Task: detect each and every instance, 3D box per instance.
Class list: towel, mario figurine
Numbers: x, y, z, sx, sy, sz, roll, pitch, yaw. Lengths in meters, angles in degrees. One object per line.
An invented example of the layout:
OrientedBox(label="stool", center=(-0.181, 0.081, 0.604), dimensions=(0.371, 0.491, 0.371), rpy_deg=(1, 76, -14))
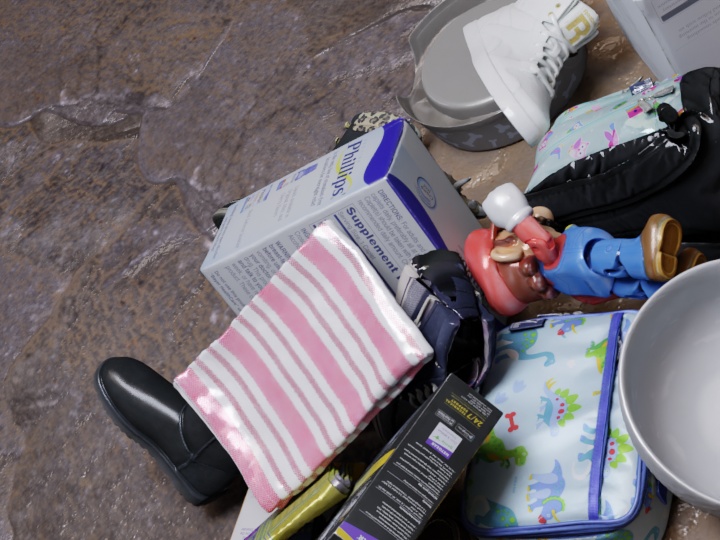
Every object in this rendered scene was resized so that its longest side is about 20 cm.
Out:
OrientedBox(label="towel", center=(-0.049, 0.077, 1.246), dimensions=(0.200, 0.030, 0.146), rpy_deg=(-47, 67, 18))
OrientedBox(label="mario figurine", center=(0.173, -0.024, 1.240), dimensions=(0.200, 0.123, 0.106), rpy_deg=(2, 26, 38))
OrientedBox(label="towel", center=(-0.082, 0.225, 1.250), dimensions=(0.200, 0.023, 0.144), rpy_deg=(-42, 0, -1))

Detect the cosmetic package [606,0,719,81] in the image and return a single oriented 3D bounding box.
OrientedBox(label="cosmetic package", center=(0.285, -0.247, 1.352), dimensions=(0.123, 0.200, 0.199), rpy_deg=(-32, 43, 7))

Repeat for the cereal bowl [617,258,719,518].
OrientedBox(label="cereal bowl", center=(0.287, 0.094, 1.130), dimensions=(0.200, 0.083, 0.200), rpy_deg=(-3, 65, 7))

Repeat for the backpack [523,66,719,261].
OrientedBox(label="backpack", center=(0.239, -0.079, 1.298), dimensions=(0.200, 0.167, 0.127), rpy_deg=(-17, 31, 35))

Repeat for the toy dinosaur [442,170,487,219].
OrientedBox(label="toy dinosaur", center=(0.032, -0.036, 1.439), dimensions=(0.200, 0.102, 0.077), rpy_deg=(-20, 46, 21))

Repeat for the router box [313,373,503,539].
OrientedBox(label="router box", center=(0.019, 0.181, 1.194), dimensions=(0.157, 0.052, 0.200), rpy_deg=(-51, -3, -27))

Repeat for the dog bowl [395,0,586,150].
OrientedBox(label="dog bowl", center=(0.132, -0.204, 1.536), dimensions=(0.200, 0.059, 0.200), rpy_deg=(-20, 46, 22))

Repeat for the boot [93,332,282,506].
OrientedBox(label="boot", center=(-0.127, 0.096, 1.348), dimensions=(0.200, 0.165, 0.066), rpy_deg=(-44, -1, 41))

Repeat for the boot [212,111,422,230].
OrientedBox(label="boot", center=(-0.041, -0.084, 1.564), dimensions=(0.204, 0.073, 0.154), rpy_deg=(1, 49, 44))

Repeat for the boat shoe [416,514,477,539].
OrientedBox(label="boat shoe", center=(0.033, 0.273, 1.201), dimensions=(0.072, 0.072, 0.200), rpy_deg=(5, 59, 39))

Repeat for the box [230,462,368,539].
OrientedBox(label="box", center=(-0.063, 0.257, 1.313), dimensions=(0.119, 0.041, 0.200), rpy_deg=(-3, 57, 36))

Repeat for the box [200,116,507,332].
OrientedBox(label="box", center=(0.000, 0.000, 1.347), dimensions=(0.200, 0.184, 0.105), rpy_deg=(-25, 26, 27))

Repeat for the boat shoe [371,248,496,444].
OrientedBox(label="boat shoe", center=(0.058, 0.089, 1.261), dimensions=(0.075, 0.200, 0.093), rpy_deg=(-6, 36, -18))

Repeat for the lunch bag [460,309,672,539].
OrientedBox(label="lunch bag", center=(0.169, 0.128, 1.217), dimensions=(0.161, 0.082, 0.200), rpy_deg=(-6, 54, 30))

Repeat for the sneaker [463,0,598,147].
OrientedBox(label="sneaker", center=(0.164, -0.198, 1.400), dimensions=(0.116, 0.074, 0.200), rpy_deg=(-31, 35, 14))
